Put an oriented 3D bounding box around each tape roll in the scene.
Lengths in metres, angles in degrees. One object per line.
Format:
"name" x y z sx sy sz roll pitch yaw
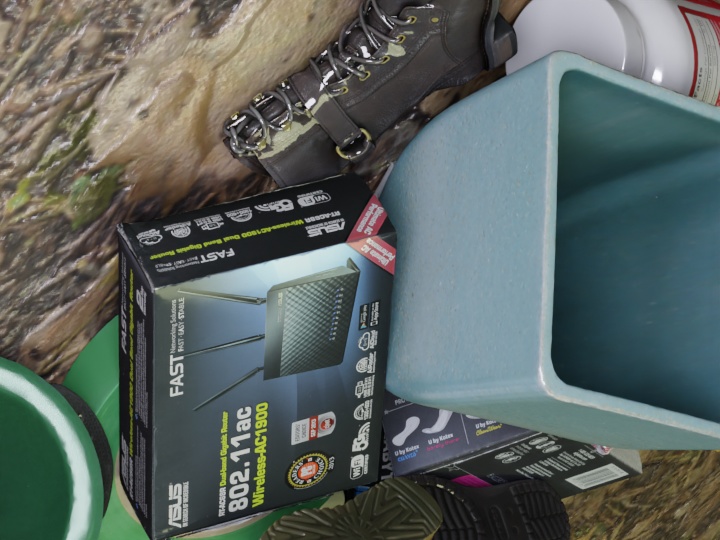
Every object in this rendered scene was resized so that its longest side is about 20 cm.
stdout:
"tape roll" -0.090 0.093 1.575 0.199 0.048 0.202 -16 133 -18

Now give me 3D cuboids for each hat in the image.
"hat" -0.254 0.133 1.472 0.198 0.167 0.176 -12 -179 -11

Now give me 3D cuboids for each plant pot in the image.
"plant pot" 0.109 0.006 1.518 0.195 0.198 0.199 15 161 -39

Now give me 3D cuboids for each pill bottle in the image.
"pill bottle" 0.177 -0.125 1.618 0.113 0.112 0.199 -52 152 21

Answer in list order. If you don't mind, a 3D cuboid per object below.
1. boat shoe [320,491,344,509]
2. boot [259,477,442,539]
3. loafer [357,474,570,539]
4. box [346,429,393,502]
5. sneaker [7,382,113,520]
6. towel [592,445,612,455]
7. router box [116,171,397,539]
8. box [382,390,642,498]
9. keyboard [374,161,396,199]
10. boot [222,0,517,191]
"boat shoe" -0.076 0.103 1.672 0.073 0.063 0.202 -32 141 6
"boot" -0.041 0.232 1.585 0.175 0.066 0.201 -15 143 -50
"loafer" 0.057 0.185 1.738 0.199 0.074 0.071 6 152 -43
"box" 0.039 0.216 1.827 0.046 0.201 0.159 -11 143 22
"sneaker" -0.197 0.155 1.508 0.074 0.086 0.202 -39 136 -50
"towel" 0.155 0.001 1.692 0.146 0.201 0.030 -36 177 -13
"router box" -0.062 0.051 1.480 0.149 0.062 0.201 -14 131 -20
"box" 0.103 0.092 1.799 0.131 0.116 0.200 -20 160 17
"keyboard" 0.000 0.000 1.676 0.056 0.011 0.201 -12 141 -46
"boot" -0.003 -0.117 1.432 0.174 0.069 0.200 -35 149 -2
